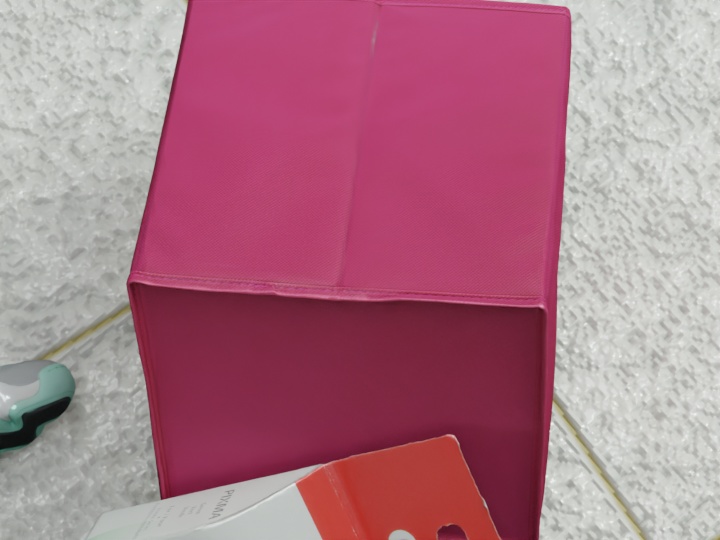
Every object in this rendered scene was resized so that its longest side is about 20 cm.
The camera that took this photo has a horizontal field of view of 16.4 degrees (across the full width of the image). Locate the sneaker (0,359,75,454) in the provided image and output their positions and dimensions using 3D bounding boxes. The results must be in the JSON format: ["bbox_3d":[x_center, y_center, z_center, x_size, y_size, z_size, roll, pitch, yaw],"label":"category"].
[{"bbox_3d":[-0.262,0.049,1.329,0.200,0.078,0.140,-20,75,-4],"label":"sneaker"}]

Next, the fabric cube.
[{"bbox_3d":[0.000,0.000,1.238,0.199,0.196,0.200,4,50,4],"label":"fabric cube"}]

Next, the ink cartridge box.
[{"bbox_3d":[-0.020,0.175,1.216,0.200,0.050,0.161,-13,114,26],"label":"ink cartridge box"}]
